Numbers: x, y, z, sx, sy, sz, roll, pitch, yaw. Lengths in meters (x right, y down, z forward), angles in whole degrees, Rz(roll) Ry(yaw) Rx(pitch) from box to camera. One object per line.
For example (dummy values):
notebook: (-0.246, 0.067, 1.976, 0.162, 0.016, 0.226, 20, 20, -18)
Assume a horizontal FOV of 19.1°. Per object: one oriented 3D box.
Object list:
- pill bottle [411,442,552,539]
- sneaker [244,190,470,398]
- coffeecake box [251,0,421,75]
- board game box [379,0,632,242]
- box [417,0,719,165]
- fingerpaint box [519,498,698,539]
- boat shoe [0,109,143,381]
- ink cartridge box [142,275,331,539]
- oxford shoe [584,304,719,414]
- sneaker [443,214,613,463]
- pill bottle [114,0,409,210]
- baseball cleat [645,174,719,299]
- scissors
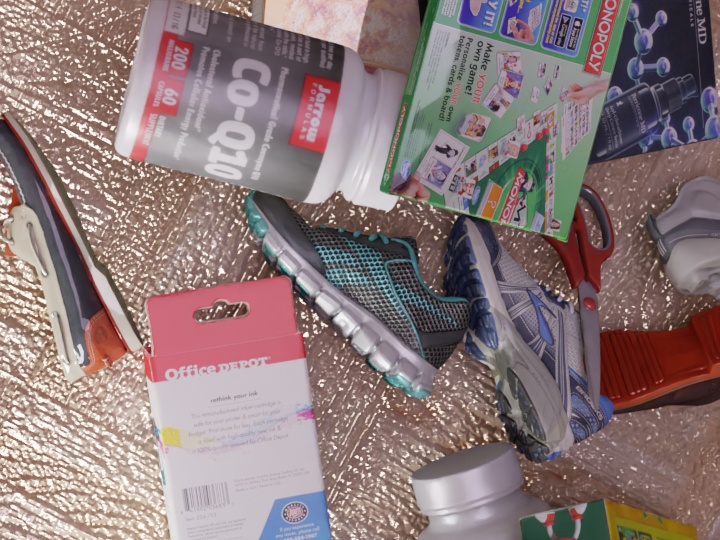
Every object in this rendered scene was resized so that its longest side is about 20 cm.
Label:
pill bottle: (0.105, 0.237, 1.613, 0.110, 0.111, 0.201, -18, 96, -10)
sneaker: (0.000, 0.000, 1.598, 0.200, 0.078, 0.091, 44, 80, -3)
coffeecake box: (-0.004, -0.175, 1.594, 0.152, 0.073, 0.202, 4, 91, -10)
board game box: (0.102, -0.133, 1.454, 0.134, 0.029, 0.201, 14, 93, -15)
box: (0.154, -0.155, 1.567, 0.199, 0.107, 0.150, -13, 101, -36)
fingerpaint box: (0.195, 0.265, 1.567, 0.073, 0.200, 0.168, -16, 72, 24)
boat shoe: (-0.228, -0.018, 1.560, 0.062, 0.071, 0.201, -26, 95, 1)
ink cartridge box: (-0.095, 0.109, 1.590, 0.115, 0.067, 0.201, -8, 94, -10)
oxford shoe: (0.229, 0.086, 1.653, 0.199, 0.073, 0.072, -13, 51, 7)
sneaker: (0.127, 0.045, 1.618, 0.085, 0.077, 0.201, -15, 72, -23)
pill bottle: (-0.063, -0.112, 1.491, 0.199, 0.114, 0.115, 14, 90, -9)
baseball cleat: (0.312, -0.032, 1.665, 0.199, 0.070, 0.107, -2, 54, -33)
scissors: (0.176, 0.016, 1.607, 0.073, 0.014, 0.201, 2, 55, -29)
